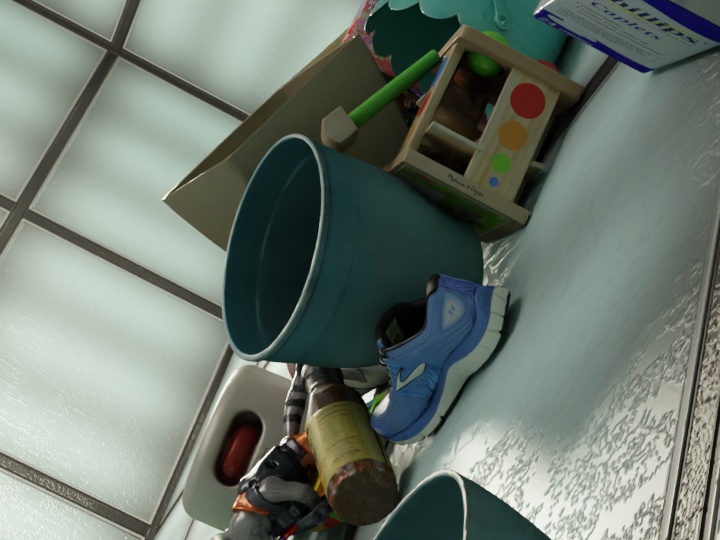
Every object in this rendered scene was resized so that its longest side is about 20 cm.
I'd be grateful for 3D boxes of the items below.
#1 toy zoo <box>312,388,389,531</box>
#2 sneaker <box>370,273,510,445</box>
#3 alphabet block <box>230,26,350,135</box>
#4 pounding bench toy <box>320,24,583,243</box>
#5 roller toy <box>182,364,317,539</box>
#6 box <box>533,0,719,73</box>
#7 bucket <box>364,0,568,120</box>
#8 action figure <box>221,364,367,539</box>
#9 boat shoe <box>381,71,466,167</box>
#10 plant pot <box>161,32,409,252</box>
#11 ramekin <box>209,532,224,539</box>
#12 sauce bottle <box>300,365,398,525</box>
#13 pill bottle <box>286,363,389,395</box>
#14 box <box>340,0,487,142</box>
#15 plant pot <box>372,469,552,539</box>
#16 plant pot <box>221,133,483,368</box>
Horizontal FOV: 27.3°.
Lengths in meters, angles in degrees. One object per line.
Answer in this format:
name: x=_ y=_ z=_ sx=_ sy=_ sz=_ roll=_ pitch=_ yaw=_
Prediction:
toy zoo: x=-0.014 y=0.198 z=1.512 sx=0.132 sy=0.020 sz=0.200 roll=-66 pitch=7 yaw=-19
sneaker: x=0.049 y=0.069 z=1.244 sx=0.079 sy=0.088 sz=0.201 roll=-70 pitch=8 yaw=-48
alphabet block: x=-0.019 y=-0.150 z=1.813 sx=0.200 sy=0.197 sz=0.195 roll=-41 pitch=1 yaw=1
pounding bench toy: x=0.078 y=-0.146 z=1.357 sx=0.157 sy=0.198 sz=0.124 roll=-65 pitch=7 yaw=-11
roller toy: x=-0.107 y=0.212 z=1.658 sx=0.201 sy=0.138 sz=0.184 roll=-65 pitch=-5 yaw=-50
box: x=0.226 y=-0.250 z=1.036 sx=0.185 sy=0.104 sz=0.200 roll=-63 pitch=6 yaw=-2
bucket: x=0.119 y=-0.258 z=1.503 sx=0.136 sy=0.206 sz=0.207 roll=-60 pitch=6 yaw=-15
action figure: x=-0.075 y=0.200 z=1.469 sx=0.194 sy=0.104 sz=0.200 roll=-56 pitch=6 yaw=-29
boat shoe: x=0.056 y=-0.157 z=1.564 sx=0.072 sy=0.199 sz=0.068 roll=-59 pitch=12 yaw=-13
plant pot: x=-0.048 y=-0.088 z=1.503 sx=0.200 sy=0.177 sz=0.199 roll=-47 pitch=13 yaw=-25
ramekin: x=-0.141 y=0.368 z=1.512 sx=0.201 sy=0.097 sz=0.200 roll=-62 pitch=7 yaw=14
sauce bottle: x=-0.016 y=0.147 z=1.339 sx=0.066 sy=0.065 sz=0.200 roll=-61 pitch=23 yaw=19
pill bottle: x=-0.008 y=0.071 z=1.547 sx=0.115 sy=0.113 sz=0.200 roll=-65 pitch=7 yaw=-18
box: x=0.077 y=-0.226 z=1.645 sx=0.103 sy=0.199 sz=0.095 roll=-62 pitch=7 yaw=-14
plant pot: x=0.051 y=0.198 z=0.575 sx=0.202 sy=0.134 sz=0.200 roll=-62 pitch=7 yaw=13
plant pot: x=0.000 y=0.000 z=1.327 sx=0.200 sy=0.186 sz=0.202 roll=-37 pitch=46 yaw=51
